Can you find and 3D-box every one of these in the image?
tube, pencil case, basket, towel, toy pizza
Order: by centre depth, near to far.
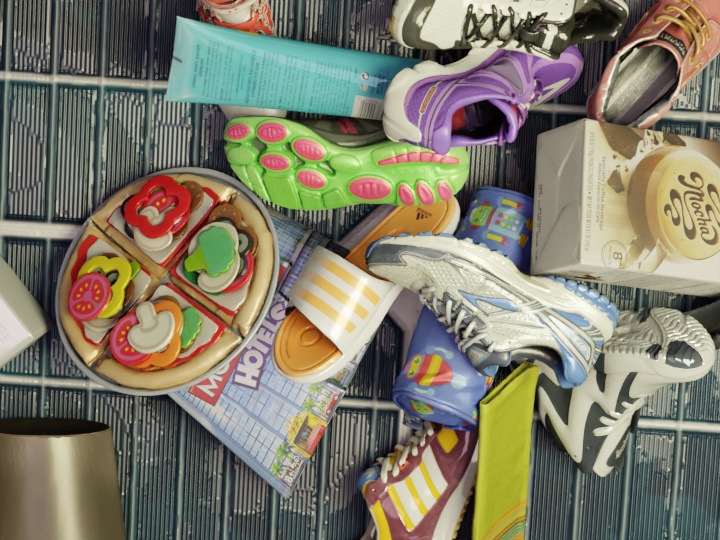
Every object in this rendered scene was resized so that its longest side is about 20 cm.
[{"bbox_3d":[-0.050,-0.152,1.477,0.199,0.050,0.078,7,122,-7],"label":"tube"},{"bbox_3d":[0.093,0.035,1.496,0.078,0.087,0.200,8,68,42],"label":"pencil case"},{"bbox_3d":[0.115,0.178,1.510,0.018,0.086,0.200,15,119,26],"label":"towel"},{"bbox_3d":[-0.161,0.004,1.513,0.200,0.032,0.201,-9,64,18],"label":"toy pizza"},{"bbox_3d":[-0.262,0.227,1.550,0.180,0.136,0.201,3,93,9],"label":"basket"}]

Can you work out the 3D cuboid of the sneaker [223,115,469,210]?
[{"bbox_3d":[-0.012,-0.091,1.518,0.199,0.084,0.077,8,110,2],"label":"sneaker"}]

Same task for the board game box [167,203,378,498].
[{"bbox_3d":[-0.099,0.051,1.551,0.200,0.062,0.200,27,98,0],"label":"board game box"}]

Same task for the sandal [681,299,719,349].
[{"bbox_3d":[0.299,0.049,1.473,0.076,0.200,0.043,12,67,-33],"label":"sandal"}]

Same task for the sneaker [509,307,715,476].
[{"bbox_3d":[0.211,0.104,1.495,0.199,0.079,0.130,-5,114,42],"label":"sneaker"}]

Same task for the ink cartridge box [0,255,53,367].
[{"bbox_3d":[-0.381,0.054,1.559,0.200,0.084,0.145,-37,92,6],"label":"ink cartridge box"}]

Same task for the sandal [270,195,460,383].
[{"bbox_3d":[-0.005,-0.003,1.482,0.079,0.059,0.207,24,66,40],"label":"sandal"}]

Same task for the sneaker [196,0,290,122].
[{"bbox_3d":[-0.103,-0.199,1.498,0.067,0.108,0.202,-8,96,5],"label":"sneaker"}]

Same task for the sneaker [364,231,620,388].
[{"bbox_3d":[0.094,0.032,1.416,0.200,0.077,0.085,20,77,-2],"label":"sneaker"}]

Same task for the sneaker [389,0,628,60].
[{"bbox_3d":[0.119,-0.199,1.432,0.200,0.088,0.076,-16,138,-29],"label":"sneaker"}]

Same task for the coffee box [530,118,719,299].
[{"bbox_3d":[0.239,-0.044,1.456,0.199,0.080,0.113,7,81,-24],"label":"coffee box"}]

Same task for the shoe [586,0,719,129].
[{"bbox_3d":[0.254,-0.184,1.483,0.071,0.091,0.200,39,98,-1],"label":"shoe"}]

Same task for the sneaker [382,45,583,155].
[{"bbox_3d":[0.108,-0.129,1.464,0.083,0.200,0.081,34,135,34],"label":"sneaker"}]

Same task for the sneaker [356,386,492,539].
[{"bbox_3d":[0.047,0.165,1.547,0.090,0.075,0.201,17,97,-3],"label":"sneaker"}]

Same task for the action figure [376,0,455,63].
[{"bbox_3d":[0.063,-0.252,1.486,0.119,0.102,0.200,-9,134,-17],"label":"action figure"}]
